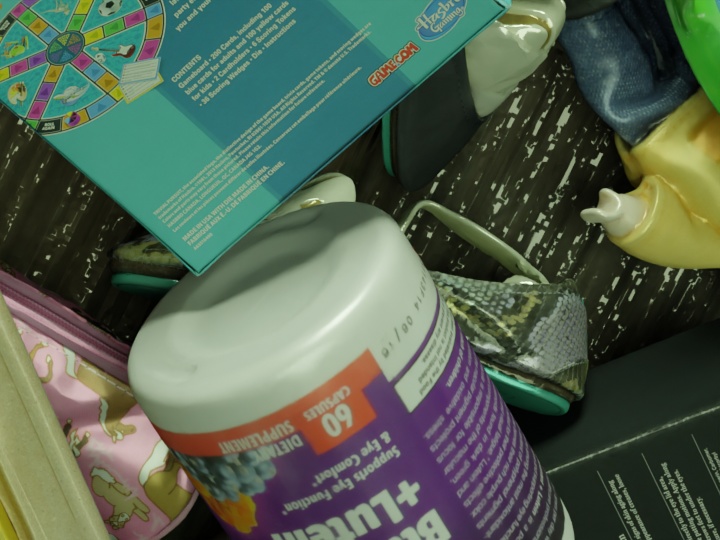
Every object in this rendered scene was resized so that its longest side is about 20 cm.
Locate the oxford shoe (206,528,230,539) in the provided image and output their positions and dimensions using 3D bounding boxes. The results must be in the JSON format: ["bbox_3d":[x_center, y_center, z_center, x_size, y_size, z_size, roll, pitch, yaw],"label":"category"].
[{"bbox_3d":[-0.014,0.186,1.001,0.084,0.073,0.201,-28,108,6],"label":"oxford shoe"}]

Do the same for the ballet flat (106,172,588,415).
[{"bbox_3d":[0.000,0.000,0.953,0.199,0.072,0.073,17,98,-17],"label":"ballet flat"}]

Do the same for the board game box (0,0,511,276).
[{"bbox_3d":[-0.072,-0.115,0.805,0.151,0.047,0.200,-39,113,22],"label":"board game box"}]

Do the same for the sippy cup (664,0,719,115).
[{"bbox_3d":[0.198,-0.123,0.914,0.130,0.178,0.140,-19,116,34],"label":"sippy cup"}]

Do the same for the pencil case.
[{"bbox_3d":[-0.146,0.027,0.902,0.199,0.083,0.087,32,93,-22],"label":"pencil case"}]

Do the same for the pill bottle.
[{"bbox_3d":[0.010,0.085,0.886,0.111,0.111,0.201,-35,116,-7],"label":"pill bottle"}]

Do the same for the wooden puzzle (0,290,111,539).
[{"bbox_3d":[-0.199,0.068,0.843,0.184,0.037,0.201,-21,114,1],"label":"wooden puzzle"}]

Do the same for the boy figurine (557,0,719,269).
[{"bbox_3d":[0.141,-0.049,0.985,0.124,0.064,0.201,-41,110,-18],"label":"boy figurine"}]

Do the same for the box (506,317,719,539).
[{"bbox_3d":[0.142,0.134,1.002,0.140,0.079,0.201,-23,112,12],"label":"box"}]

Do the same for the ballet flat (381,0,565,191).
[{"bbox_3d":[0.043,-0.115,0.909,0.073,0.073,0.201,-9,121,-16],"label":"ballet flat"}]
